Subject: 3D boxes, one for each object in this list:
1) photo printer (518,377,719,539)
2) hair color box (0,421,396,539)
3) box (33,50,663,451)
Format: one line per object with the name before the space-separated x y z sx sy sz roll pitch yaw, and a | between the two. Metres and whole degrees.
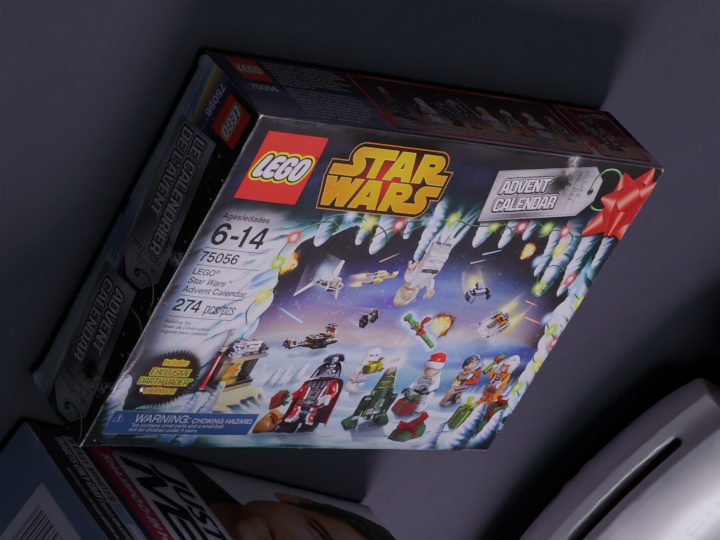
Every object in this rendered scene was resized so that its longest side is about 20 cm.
photo printer | 0.147 0.135 1.108 0.166 0.069 0.200 -48 144 10
hair color box | -0.047 0.123 0.895 0.061 0.099 0.200 -51 143 14
box | 0.000 0.000 0.858 0.200 0.040 0.137 4 125 -44
